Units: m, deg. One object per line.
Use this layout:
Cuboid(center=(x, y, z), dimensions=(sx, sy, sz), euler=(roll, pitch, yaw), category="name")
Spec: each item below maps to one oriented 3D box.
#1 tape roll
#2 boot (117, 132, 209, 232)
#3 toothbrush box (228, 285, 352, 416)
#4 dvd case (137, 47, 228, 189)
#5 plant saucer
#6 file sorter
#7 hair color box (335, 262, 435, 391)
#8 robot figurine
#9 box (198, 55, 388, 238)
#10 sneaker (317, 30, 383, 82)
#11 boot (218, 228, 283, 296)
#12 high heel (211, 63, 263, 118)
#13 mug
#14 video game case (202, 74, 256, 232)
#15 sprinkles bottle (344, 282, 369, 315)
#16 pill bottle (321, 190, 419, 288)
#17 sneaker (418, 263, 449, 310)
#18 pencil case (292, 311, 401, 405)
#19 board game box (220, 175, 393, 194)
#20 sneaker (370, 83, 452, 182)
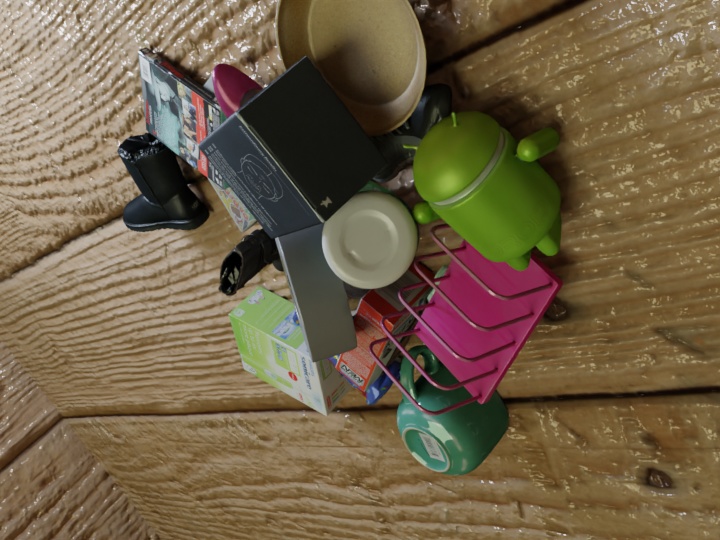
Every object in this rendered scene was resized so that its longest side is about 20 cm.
Cuboid(center=(-0.063, 0.017, 1.283), dimensions=(0.200, 0.065, 0.203), euler=(163, 90, -84), category="tape roll")
Cuboid(center=(-0.360, -0.151, 1.621), dimensions=(0.198, 0.077, 0.169), euler=(4, 132, 38), category="boot")
Cuboid(center=(-0.117, 0.137, 1.648), dimensions=(0.198, 0.086, 0.147), euler=(24, 142, 29), category="toothbrush box")
Cuboid(center=(-0.263, -0.228, 1.439), dimensions=(0.199, 0.022, 0.147), euler=(35, 141, 29), category="dvd case")
Cuboid(center=(-0.005, -0.247, 1.049), dimensions=(0.198, 0.035, 0.202), euler=(20, 128, 28), category="plant saucer")
Cuboid(center=(0.115, 0.055, 1.152), dimensions=(0.139, 0.125, 0.201), euler=(46, 126, 28), category="file sorter")
Cuboid(center=(0.036, 0.079, 1.383), dimensions=(0.064, 0.111, 0.201), euler=(39, 148, 11), category="hair color box")
Cuboid(center=(0.139, -0.090, 1.049), dimensions=(0.200, 0.117, 0.175), euler=(40, 133, -24), category="robot figurine")
Cuboid(center=(-0.083, -0.133, 1.098), dimensions=(0.149, 0.107, 0.200), euler=(52, 162, -12), category="box")
Cuboid(center=(-0.035, -0.253, 1.149), dimensions=(0.199, 0.070, 0.100), euler=(-27, 104, 48), category="sneaker")
Cuboid(center=(-0.150, -0.022, 1.428), dimensions=(0.069, 0.174, 0.201), euler=(38, 147, 12), category="boot")
Cuboid(center=(-0.118, -0.200, 1.291), dimensions=(0.201, 0.067, 0.096), euler=(55, 157, -22), category="high heel")
Cuboid(center=(0.117, 0.220, 1.438), dimensions=(0.184, 0.114, 0.153), euler=(37, 147, 13), category="mug")
Cuboid(center=(-0.191, -0.172, 1.429), dimensions=(0.201, 0.023, 0.182), euler=(58, 147, -2), category="video game case")
Cuboid(center=(0.000, 0.000, 1.369), dimensions=(0.068, 0.068, 0.200), euler=(43, 151, 5), category="sprinkles bottle")
Cuboid(center=(0.017, -0.041, 1.166), dimensions=(0.111, 0.111, 0.200), euler=(46, -174, -1), category="pill bottle")
Cuboid(center=(0.151, 0.038, 1.239), dimensions=(0.118, 0.074, 0.200), euler=(48, 148, -4), category="sneaker")
Cuboid(center=(-0.017, 0.117, 1.516), dimensions=(0.200, 0.087, 0.078), euler=(47, -176, 1), category="pencil case")
Cuboid(center=(-0.073, -0.115, 1.289), dimensions=(0.198, 0.029, 0.134), euler=(26, 154, -23), category="board game box")
Cuboid(center=(0.019, -0.166, 1.126), dimensions=(0.114, 0.076, 0.200), euler=(13, 155, -21), category="sneaker")
